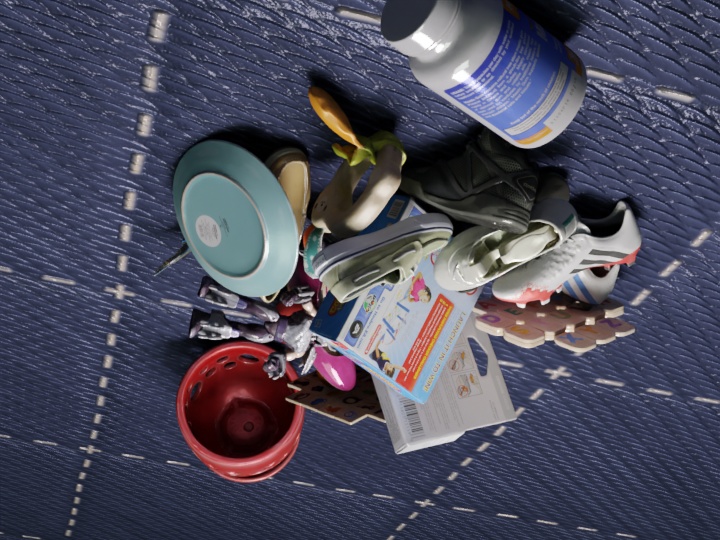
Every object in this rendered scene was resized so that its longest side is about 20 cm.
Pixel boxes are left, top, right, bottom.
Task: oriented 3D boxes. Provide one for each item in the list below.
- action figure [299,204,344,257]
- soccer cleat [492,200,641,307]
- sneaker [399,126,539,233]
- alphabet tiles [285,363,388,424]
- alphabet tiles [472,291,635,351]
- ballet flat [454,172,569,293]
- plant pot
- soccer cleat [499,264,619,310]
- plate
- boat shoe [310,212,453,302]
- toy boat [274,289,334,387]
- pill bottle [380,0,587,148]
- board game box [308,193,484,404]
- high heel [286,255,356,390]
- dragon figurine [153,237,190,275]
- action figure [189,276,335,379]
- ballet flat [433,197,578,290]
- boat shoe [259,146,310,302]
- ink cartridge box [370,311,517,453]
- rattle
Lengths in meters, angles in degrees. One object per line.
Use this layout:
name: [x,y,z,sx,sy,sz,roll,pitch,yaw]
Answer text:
action figure: [0.000,0.000,1.565,0.069,0.131,0.200,-2,143,48]
soccer cleat: [0.250,-0.022,1.488,0.199,0.069,0.086,-20,125,-5]
sneaker: [0.128,-0.114,1.401,0.076,0.115,0.199,25,173,-40]
alphabet tiles: [-0.002,0.170,1.726,0.199,0.006,0.166,15,-153,43]
alphabet tiles: [0.249,0.058,1.590,0.199,0.015,0.195,-16,-155,-38]
ballet flat: [0.178,-0.035,1.470,0.068,0.068,0.200,39,124,-6]
plant pot: [-0.187,0.231,1.939,0.199,0.202,0.183,5,159,-1]
soccer cleat: [0.240,-0.019,1.564,0.199,0.070,0.087,18,122,-13]
plate: [-0.157,-0.057,1.452,0.199,0.026,0.202,19,124,30]
boat shoe: [0.032,-0.012,1.388,0.199,0.062,0.072,-19,164,-35]
toy boat: [-0.032,0.106,1.747,0.198,0.132,0.131,8,151,-6]
pill bottle: [0.118,-0.210,1.180,0.199,0.113,0.112,28,143,-35]
board game box: [0.054,0.036,1.535,0.056,0.201,0.196,17,164,45]
high heel: [-0.034,0.065,1.645,0.067,0.201,0.096,-19,-179,-42]
dragon figurine: [-0.192,-0.053,1.559,0.199,0.059,0.100,-12,145,19]
action figure: [-0.120,0.072,1.589,0.199,0.131,0.069,14,-173,-10]
ballet flat: [0.158,-0.022,1.404,0.199,0.070,0.069,-27,139,31]
boat shoe: [-0.094,-0.050,1.467,0.071,0.076,0.201,-4,129,-23]
ink cartridge box: [0.101,0.133,1.659,0.172,0.201,0.044,-8,159,-26]
rattle: [-0.052,-0.092,1.384,0.142,0.131,0.200,17,141,-38]
